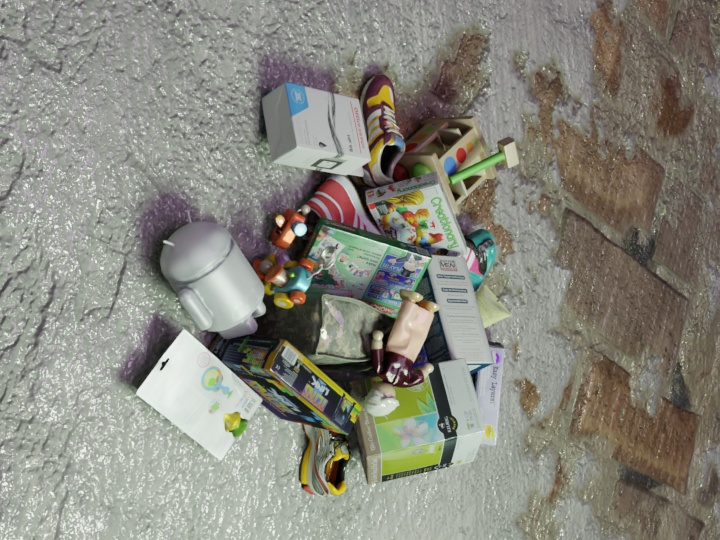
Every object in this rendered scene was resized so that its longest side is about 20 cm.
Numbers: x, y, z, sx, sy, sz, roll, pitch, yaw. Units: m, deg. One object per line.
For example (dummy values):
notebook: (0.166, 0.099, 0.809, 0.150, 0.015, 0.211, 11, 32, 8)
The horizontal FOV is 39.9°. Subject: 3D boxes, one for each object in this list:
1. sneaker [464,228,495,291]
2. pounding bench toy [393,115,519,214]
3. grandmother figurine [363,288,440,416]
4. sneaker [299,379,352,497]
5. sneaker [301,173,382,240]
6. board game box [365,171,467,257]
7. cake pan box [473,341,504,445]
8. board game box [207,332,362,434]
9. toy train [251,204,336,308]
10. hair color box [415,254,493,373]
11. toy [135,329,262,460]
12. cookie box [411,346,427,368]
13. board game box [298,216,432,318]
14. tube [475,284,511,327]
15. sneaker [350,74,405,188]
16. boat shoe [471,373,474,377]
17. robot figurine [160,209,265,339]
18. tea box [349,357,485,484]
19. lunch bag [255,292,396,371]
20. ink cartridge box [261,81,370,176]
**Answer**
sneaker: (0.193, -0.048, 1.869, 0.121, 0.084, 0.200, -47, 131, -25)
pounding bench toy: (0.162, -0.180, 1.751, 0.156, 0.200, 0.124, -43, 121, -33)
grandmother figurine: (0.062, 0.137, 1.556, 0.121, 0.061, 0.200, 28, 75, -13)
sneaker: (-0.046, 0.283, 1.671, 0.078, 0.082, 0.200, -1, 93, -44)
sneaker: (-0.028, -0.052, 1.669, 0.112, 0.071, 0.200, -46, 115, -36)
board game box: (0.100, -0.081, 1.713, 0.200, 0.126, 0.035, 59, 20, -49)
cake pan box: (0.240, 0.229, 1.893, 0.200, 0.052, 0.185, 25, 72, -84)
board game box: (-0.120, 0.173, 1.534, 0.200, 0.165, 0.057, 45, 61, -36)
toy train: (-0.116, -0.028, 1.530, 0.056, 0.200, 0.150, 31, 96, -31)
hair color box: (0.151, 0.076, 1.705, 0.100, 0.061, 0.200, 4, 64, -38)
toy: (-0.246, 0.186, 1.494, 0.200, 0.047, 0.115, 48, 68, -35)
cookie box: (0.091, 0.109, 1.792, 0.200, 0.075, 0.171, 27, 74, -42)
board game box: (0.000, 0.000, 1.632, 0.200, 0.029, 0.135, 17, 119, -21)
tube: (0.194, 0.091, 1.803, 0.200, 0.052, 0.058, -29, 112, -40)
sneaker: (0.044, -0.240, 1.709, 0.075, 0.090, 0.200, 9, 87, -43)
boat shoe: (0.183, 0.208, 1.883, 0.071, 0.064, 0.200, 8, 92, -72)
robot figurine: (-0.219, 0.009, 1.464, 0.200, 0.113, 0.170, 58, 29, -30)
tea box: (0.089, 0.254, 1.649, 0.196, 0.200, 0.134, -12, 66, -5)
lunch bag: (-0.047, 0.102, 1.599, 0.200, 0.164, 0.118, 13, 80, -43)
ink cartridge box: (-0.056, -0.226, 1.608, 0.200, 0.067, 0.116, 4, 69, -43)
